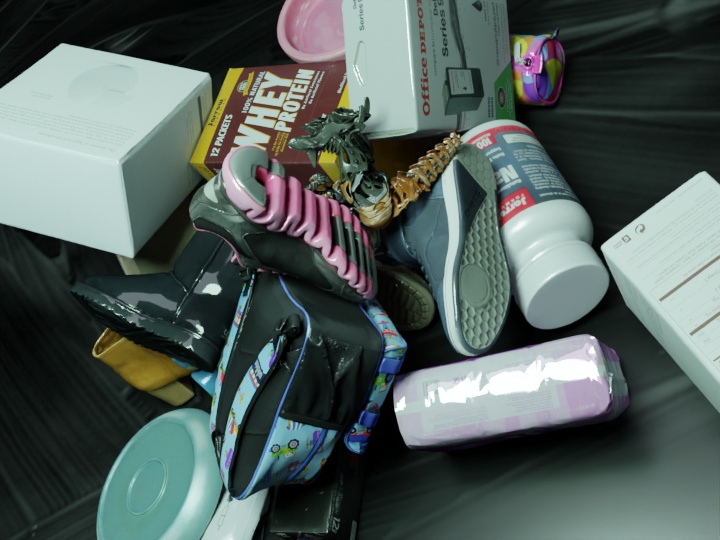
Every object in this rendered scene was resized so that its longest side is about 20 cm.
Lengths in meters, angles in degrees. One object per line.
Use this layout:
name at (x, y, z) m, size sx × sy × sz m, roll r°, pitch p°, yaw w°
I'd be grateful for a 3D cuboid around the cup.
cup at (-0.238, -0.058, 1.138) m, size 0.142 × 0.202 × 0.200 m, roll -26°, pitch 46°, yaw -19°

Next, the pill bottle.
pill bottle at (0.166, -0.047, 0.919) m, size 0.119 × 0.120 × 0.202 m, roll -31°, pitch 50°, yaw 9°

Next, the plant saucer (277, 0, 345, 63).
plant saucer at (-0.022, -0.361, 1.274) m, size 0.197 × 0.051 × 0.204 m, roll -14°, pitch 55°, yaw 21°

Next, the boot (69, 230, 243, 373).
boot at (-0.187, 0.001, 0.960) m, size 0.197 × 0.077 × 0.170 m, roll 18°, pitch 63°, yaw 25°

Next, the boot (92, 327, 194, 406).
boot at (-0.197, 0.062, 1.044) m, size 0.201 × 0.144 × 0.071 m, roll -42°, pitch 43°, yaw 1°

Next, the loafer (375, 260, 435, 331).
loafer at (0.000, 0.000, 1.004) m, size 0.198 × 0.077 × 0.068 m, roll 25°, pitch 35°, yaw 18°

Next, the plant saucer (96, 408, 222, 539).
plant saucer at (-0.229, 0.243, 1.003) m, size 0.198 × 0.027 × 0.203 m, roll -26°, pitch 45°, yaw 29°

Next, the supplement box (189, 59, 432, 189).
supplement box at (-0.047, -0.124, 1.041) m, size 0.197 × 0.197 × 0.135 m, roll 4°, pitch 64°, yaw 33°

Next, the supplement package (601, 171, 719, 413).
supplement package at (0.320, 0.037, 0.778) m, size 0.117 × 0.117 × 0.201 m, roll -36°, pitch 50°, yaw 5°

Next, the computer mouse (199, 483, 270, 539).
computer mouse at (-0.131, 0.251, 0.956) m, size 0.108 × 0.044 × 0.203 m, roll -7°, pitch 58°, yaw 25°

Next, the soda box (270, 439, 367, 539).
soda box at (-0.034, 0.178, 0.932) m, size 0.070 × 0.063 × 0.203 m, roll -7°, pitch 57°, yaw 26°

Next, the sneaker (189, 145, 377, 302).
sneaker at (-0.066, -0.026, 0.796) m, size 0.095 × 0.199 × 0.080 m, roll -31°, pitch 40°, yaw 29°

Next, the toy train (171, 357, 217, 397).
toy train at (-0.111, 0.059, 1.007) m, size 0.201 × 0.116 × 0.084 m, roll -50°, pitch 34°, yaw -10°

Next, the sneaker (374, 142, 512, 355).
sneaker at (0.069, -0.002, 0.875) m, size 0.145 × 0.076 × 0.206 m, roll -28°, pitch 53°, yaw 46°

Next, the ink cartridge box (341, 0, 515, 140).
ink cartridge box at (0.077, -0.215, 0.954) m, size 0.083 × 0.199 × 0.149 m, roll -1°, pitch 99°, yaw 39°

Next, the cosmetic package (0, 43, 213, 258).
cosmetic package at (-0.290, -0.136, 0.990) m, size 0.196 × 0.125 × 0.201 m, roll 14°, pitch 39°, yaw 14°

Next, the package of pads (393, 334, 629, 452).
package of pads at (0.139, 0.115, 0.829) m, size 0.197 × 0.120 × 0.077 m, roll -15°, pitch 73°, yaw 21°

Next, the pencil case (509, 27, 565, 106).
pencil case at (0.147, -0.245, 1.076) m, size 0.198 × 0.088 × 0.089 m, roll 13°, pitch 68°, yaw 38°

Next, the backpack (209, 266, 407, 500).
backpack at (-0.063, 0.113, 0.853) m, size 0.203 × 0.133 × 0.183 m, roll -69°, pitch 26°, yaw 14°

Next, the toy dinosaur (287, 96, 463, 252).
toy dinosaur at (-0.003, -0.083, 0.859) m, size 0.198 × 0.137 × 0.102 m, roll -30°, pitch 15°, yaw -9°
